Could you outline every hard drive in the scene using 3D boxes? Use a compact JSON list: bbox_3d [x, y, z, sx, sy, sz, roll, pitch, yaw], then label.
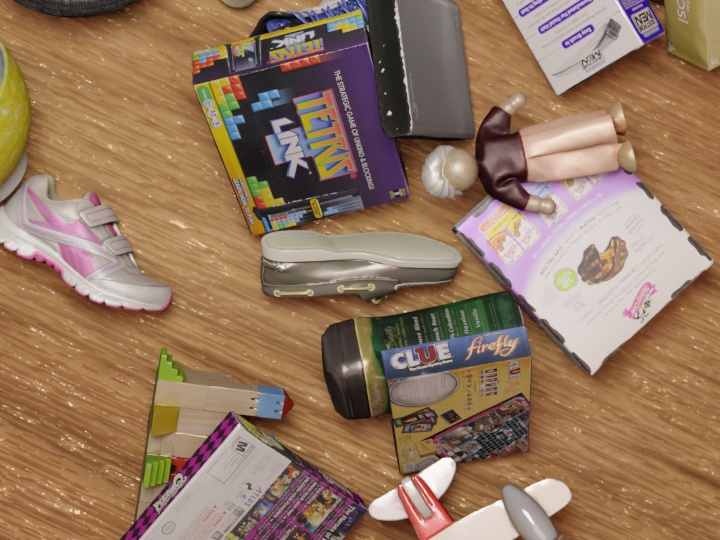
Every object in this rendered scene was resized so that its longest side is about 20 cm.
[{"bbox_3d":[0.058,-0.194,1.348,0.033,0.200,0.140,-7,92,21],"label":"hard drive"}]

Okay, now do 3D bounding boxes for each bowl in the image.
[{"bbox_3d":[-0.386,-0.120,1.373,0.200,0.200,0.108,-43,134,0],"label":"bowl"}]

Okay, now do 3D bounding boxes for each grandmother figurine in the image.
[{"bbox_3d":[0.155,-0.112,1.357,0.200,0.061,0.121,-13,70,4],"label":"grandmother figurine"}]

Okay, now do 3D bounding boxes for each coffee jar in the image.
[{"bbox_3d":[0.062,0.085,1.400,0.200,0.104,0.085,-10,55,-2],"label":"coffee jar"}]

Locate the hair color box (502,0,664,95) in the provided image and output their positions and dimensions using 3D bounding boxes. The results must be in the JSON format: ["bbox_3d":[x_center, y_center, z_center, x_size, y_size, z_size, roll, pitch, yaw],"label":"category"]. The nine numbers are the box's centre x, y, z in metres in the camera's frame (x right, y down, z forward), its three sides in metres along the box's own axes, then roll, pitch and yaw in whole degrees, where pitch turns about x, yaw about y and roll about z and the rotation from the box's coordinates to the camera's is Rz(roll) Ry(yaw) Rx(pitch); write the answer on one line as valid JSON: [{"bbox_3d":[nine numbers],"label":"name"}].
[{"bbox_3d":[0.197,-0.287,1.393,0.109,0.065,0.200,-29,91,39],"label":"hair color box"}]

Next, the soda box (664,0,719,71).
[{"bbox_3d":[0.333,-0.298,1.364,0.068,0.064,0.200,-27,126,-19],"label":"soda box"}]

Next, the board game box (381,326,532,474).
[{"bbox_3d":[0.095,0.128,1.363,0.135,0.200,0.035,-10,57,-1],"label":"board game box"}]

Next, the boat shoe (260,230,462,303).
[{"bbox_3d":[0.000,-0.001,1.417,0.201,0.072,0.060,2,113,-9],"label":"boat shoe"}]

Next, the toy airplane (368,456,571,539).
[{"bbox_3d":[0.094,0.283,1.377,0.199,0.141,0.200,14,97,-7],"label":"toy airplane"}]

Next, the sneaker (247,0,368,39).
[{"bbox_3d":[-0.042,-0.225,1.386,0.199,0.115,0.081,-28,93,-1],"label":"sneaker"}]

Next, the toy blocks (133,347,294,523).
[{"bbox_3d":[-0.145,0.181,1.411,0.136,0.100,0.200,8,102,-10],"label":"toy blocks"}]

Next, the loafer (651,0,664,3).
[{"bbox_3d":[0.332,-0.351,1.425,0.200,0.073,0.071,-49,125,0],"label":"loafer"}]

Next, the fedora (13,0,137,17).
[{"bbox_3d":[-0.275,-0.333,1.390,0.200,0.092,0.201,0,91,-1],"label":"fedora"}]

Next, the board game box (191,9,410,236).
[{"bbox_3d":[-0.053,-0.135,1.352,0.165,0.057,0.200,-13,136,6],"label":"board game box"}]

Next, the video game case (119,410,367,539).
[{"bbox_3d":[-0.121,0.259,1.386,0.181,0.036,0.200,37,96,-30],"label":"video game case"}]

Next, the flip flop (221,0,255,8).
[{"bbox_3d":[-0.125,-0.336,1.359,0.081,0.200,0.058,34,47,24],"label":"flip flop"}]

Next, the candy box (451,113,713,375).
[{"bbox_3d":[0.219,-0.025,1.419,0.168,0.072,0.200,-42,91,0],"label":"candy box"}]

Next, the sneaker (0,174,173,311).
[{"bbox_3d":[-0.268,-0.028,1.402,0.200,0.081,0.088,31,92,-2],"label":"sneaker"}]
